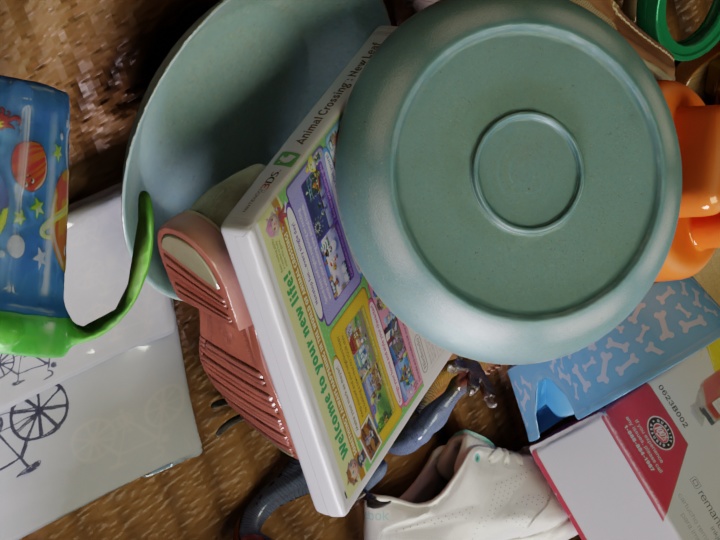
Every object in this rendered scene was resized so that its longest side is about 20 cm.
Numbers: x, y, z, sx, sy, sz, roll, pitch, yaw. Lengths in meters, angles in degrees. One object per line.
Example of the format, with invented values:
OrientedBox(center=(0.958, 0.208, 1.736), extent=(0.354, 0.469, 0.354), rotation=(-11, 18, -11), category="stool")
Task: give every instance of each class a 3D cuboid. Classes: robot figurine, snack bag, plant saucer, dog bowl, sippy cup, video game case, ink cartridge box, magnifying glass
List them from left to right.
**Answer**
OrientedBox(center=(-0.199, -0.033, 1.203), extent=(0.177, 0.139, 0.131), rotation=(9, 90, -46), category="sippy cup")
OrientedBox(center=(-0.177, 0.064, 1.351), extent=(0.188, 0.021, 0.201), rotation=(-26, 128, -26), category="snack bag")
OrientedBox(center=(-0.064, -0.080, 1.332), extent=(0.201, 0.039, 0.202), rotation=(-32, 139, -32), category="plant saucer")
OrientedBox(center=(0.000, 0.000, 1.342), extent=(0.182, 0.022, 0.201), rotation=(-54, 140, -40), category="video game case")
OrientedBox(center=(0.085, -0.051, 1.303), extent=(0.199, 0.027, 0.202), rotation=(1, 87, -20), category="plant saucer")
OrientedBox(center=(0.133, -0.047, 1.431), extent=(0.144, 0.199, 0.117), rotation=(-24, 107, -54), category="robot figurine")
OrientedBox(center=(0.153, 0.050, 1.510), extent=(0.111, 0.200, 0.050), rotation=(-29, 86, -18), category="dog bowl")
OrientedBox(center=(0.228, 0.123, 1.591), extent=(0.200, 0.146, 0.083), rotation=(-29, 176, -40), category="ink cartridge box")
OrientedBox(center=(0.235, -0.196, 1.508), extent=(0.200, 0.022, 0.080), rotation=(-37, 131, -30), category="magnifying glass")

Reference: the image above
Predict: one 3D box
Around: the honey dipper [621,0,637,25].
OrientedBox(center=(0.170, -0.200, 1.473), extent=(0.038, 0.038, 0.201), rotation=(-6, 114, -36), category="honey dipper")

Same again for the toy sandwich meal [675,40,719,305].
OrientedBox(center=(0.233, -0.057, 1.584), extent=(0.205, 0.070, 0.206), rotation=(-30, 140, -28), category="toy sandwich meal")

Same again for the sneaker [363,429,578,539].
OrientedBox(center=(0.087, 0.136, 1.579), extent=(0.199, 0.075, 0.089), rotation=(-25, 106, -31), category="sneaker")

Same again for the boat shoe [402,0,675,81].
OrientedBox(center=(0.110, -0.155, 1.410), extent=(0.199, 0.076, 0.072), rotation=(24, 73, -38), category="boat shoe")

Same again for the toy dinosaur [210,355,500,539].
OrientedBox(center=(0.004, 0.112, 1.484), extent=(0.182, 0.105, 0.200), rotation=(-47, 151, 21), category="toy dinosaur")

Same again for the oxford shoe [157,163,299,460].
OrientedBox(center=(-0.047, 0.027, 1.346), extent=(0.074, 0.071, 0.201), rotation=(-44, 146, -23), category="oxford shoe")
